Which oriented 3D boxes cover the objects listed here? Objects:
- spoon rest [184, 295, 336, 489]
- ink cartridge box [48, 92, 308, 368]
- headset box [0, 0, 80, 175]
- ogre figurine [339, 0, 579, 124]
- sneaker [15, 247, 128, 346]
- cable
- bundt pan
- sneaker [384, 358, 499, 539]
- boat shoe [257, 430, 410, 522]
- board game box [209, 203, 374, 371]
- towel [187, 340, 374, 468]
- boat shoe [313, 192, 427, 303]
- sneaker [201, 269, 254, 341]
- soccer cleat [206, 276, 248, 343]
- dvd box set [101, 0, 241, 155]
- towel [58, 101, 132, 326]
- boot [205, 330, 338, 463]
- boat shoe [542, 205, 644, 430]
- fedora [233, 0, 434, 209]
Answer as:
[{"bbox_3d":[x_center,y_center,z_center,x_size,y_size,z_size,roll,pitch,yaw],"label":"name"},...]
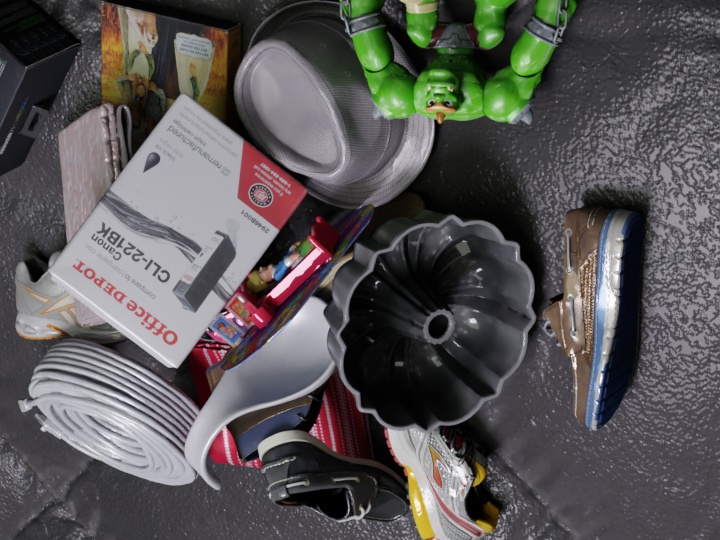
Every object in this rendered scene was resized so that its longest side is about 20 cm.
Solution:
[{"bbox_3d":[-0.093,0.109,1.549,0.099,0.061,0.200,39,93,34],"label":"spoon rest"},{"bbox_3d":[-0.164,-0.033,1.501,0.144,0.084,0.201,37,84,-6],"label":"ink cartridge box"},{"bbox_3d":[-0.398,-0.206,1.695,0.200,0.093,0.175,40,125,9],"label":"headset box"},{"bbox_3d":[0.081,-0.185,1.425,0.198,0.098,0.121,-1,101,-3],"label":"ogre figurine"},{"bbox_3d":[-0.286,0.023,1.750,0.198,0.076,0.093,1,108,29],"label":"sneaker"},{"bbox_3d":[-0.246,0.148,1.737,0.199,0.070,0.200,33,155,-8],"label":"cable"},{"bbox_3d":[0.053,0.038,1.496,0.076,0.200,0.204,34,134,57],"label":"bundt pan"},{"bbox_3d":[0.081,0.169,1.605,0.082,0.078,0.201,-8,116,26],"label":"sneaker"},{"bbox_3d":[-0.021,0.215,1.617,0.072,0.199,0.068,-35,51,24],"label":"boat shoe"},{"bbox_3d":[-0.069,0.002,1.501,0.039,0.200,0.158,42,156,-10],"label":"board game box"},{"bbox_3d":[-0.081,0.142,1.713,0.198,0.022,0.146,3,114,29],"label":"towel"},{"bbox_3d":[0.000,0.000,1.579,0.072,0.072,0.200,40,122,-21],"label":"boat shoe"},{"bbox_3d":[-0.153,0.019,1.660,0.199,0.083,0.071,27,122,18],"label":"sneaker"},{"bbox_3d":[-0.146,-0.031,1.595,0.069,0.086,0.201,-22,95,12],"label":"soccer cleat"},{"bbox_3d":[-0.185,-0.154,1.632,0.145,0.029,0.202,17,119,22],"label":"dvd box set"},{"bbox_3d":[-0.252,-0.051,1.630,0.191,0.032,0.202,167,98,-66],"label":"towel"},{"bbox_3d":[-0.044,0.112,1.606,0.199,0.075,0.098,-20,71,13],"label":"boot"},{"bbox_3d":[0.202,0.039,1.475,0.072,0.072,0.202,14,109,30],"label":"boat shoe"},{"bbox_3d":[-0.039,-0.142,1.502,0.177,0.090,0.201,-37,85,32],"label":"fedora"}]
